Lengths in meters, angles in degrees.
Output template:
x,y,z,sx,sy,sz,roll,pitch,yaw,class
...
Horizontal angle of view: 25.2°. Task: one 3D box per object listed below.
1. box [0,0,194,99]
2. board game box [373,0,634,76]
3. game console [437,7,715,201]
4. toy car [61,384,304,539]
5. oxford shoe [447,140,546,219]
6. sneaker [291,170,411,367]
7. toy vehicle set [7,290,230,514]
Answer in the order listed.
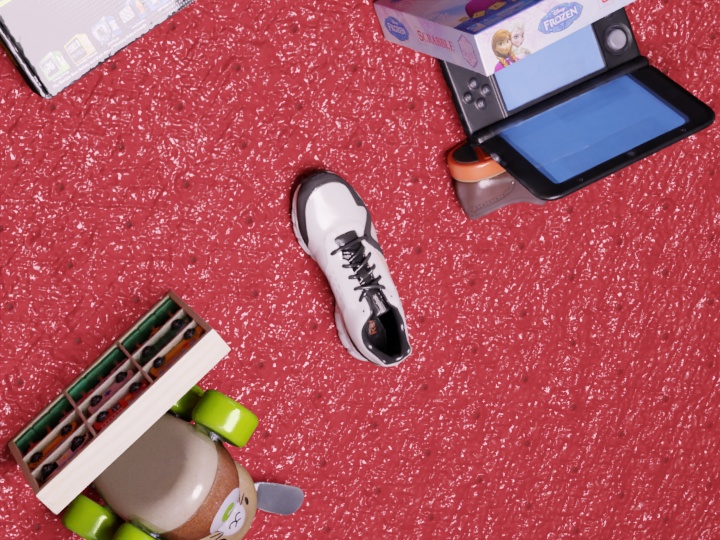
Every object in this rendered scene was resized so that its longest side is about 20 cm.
x,y,z,sx,sy,sz,roll,pitch,yaw,class
-0.233,-0.273,1.311,0.200,0.048,0.193,-36,118,-12,box
0.140,-0.244,1.400,0.200,0.199,0.041,-28,116,-15,board game box
0.195,-0.179,1.470,0.200,0.116,0.176,-25,102,-19,game console
-0.133,0.211,1.442,0.200,0.158,0.164,41,75,-39,toy car
0.179,-0.108,1.535,0.200,0.071,0.073,-19,120,-10,oxford shoe
0.000,0.000,1.473,0.074,0.080,0.200,-29,112,-13,sneaker
-0.210,0.109,1.383,0.200,0.124,0.027,-44,117,-8,toy vehicle set
